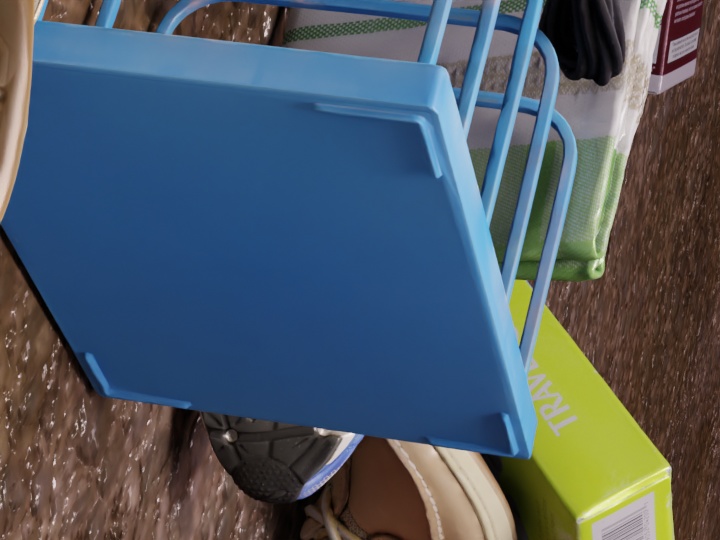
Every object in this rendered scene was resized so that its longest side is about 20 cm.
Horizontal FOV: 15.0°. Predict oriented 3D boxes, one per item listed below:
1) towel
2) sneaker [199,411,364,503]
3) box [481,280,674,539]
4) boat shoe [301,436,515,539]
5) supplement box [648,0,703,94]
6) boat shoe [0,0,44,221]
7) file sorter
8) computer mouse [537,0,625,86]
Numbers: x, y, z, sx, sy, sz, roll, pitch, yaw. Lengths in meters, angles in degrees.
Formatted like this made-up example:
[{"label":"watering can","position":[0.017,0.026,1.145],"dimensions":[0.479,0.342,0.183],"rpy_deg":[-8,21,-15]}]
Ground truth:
[{"label":"towel","position":[0.039,-0.084,0.925],"dimensions":[0.031,0.149,0.201],"rpy_deg":[41,55,-46]},{"label":"sneaker","position":[0.000,0.000,0.973],"dimensions":[0.089,0.078,0.201],"rpy_deg":[74,30,-52]},{"label":"box","position":[0.057,0.054,1.091],"dimensions":[0.200,0.048,0.122],"rpy_deg":[55,-16,38]},{"label":"boat shoe","position":[0.014,0.102,1.056],"dimensions":[0.065,0.072,0.200],"rpy_deg":[-28,156,-12]},{"label":"supplement box","position":[0.150,-0.198,1.413],"dimensions":[0.109,0.061,0.201],"rpy_deg":[-28,127,-71]},{"label":"boat shoe","position":[-0.097,-0.086,0.621],"dimensions":[0.065,0.072,0.201],"rpy_deg":[153,-50,-63]},{"label":"file sorter","position":[-0.019,-0.051,0.769],"dimensions":[0.200,0.138,0.123],"rpy_deg":[70,30,-60]},{"label":"computer mouse","position":[0.024,-0.157,0.815],"dimensions":[0.141,0.046,0.201],"rpy_deg":[85,-17,-64]}]
